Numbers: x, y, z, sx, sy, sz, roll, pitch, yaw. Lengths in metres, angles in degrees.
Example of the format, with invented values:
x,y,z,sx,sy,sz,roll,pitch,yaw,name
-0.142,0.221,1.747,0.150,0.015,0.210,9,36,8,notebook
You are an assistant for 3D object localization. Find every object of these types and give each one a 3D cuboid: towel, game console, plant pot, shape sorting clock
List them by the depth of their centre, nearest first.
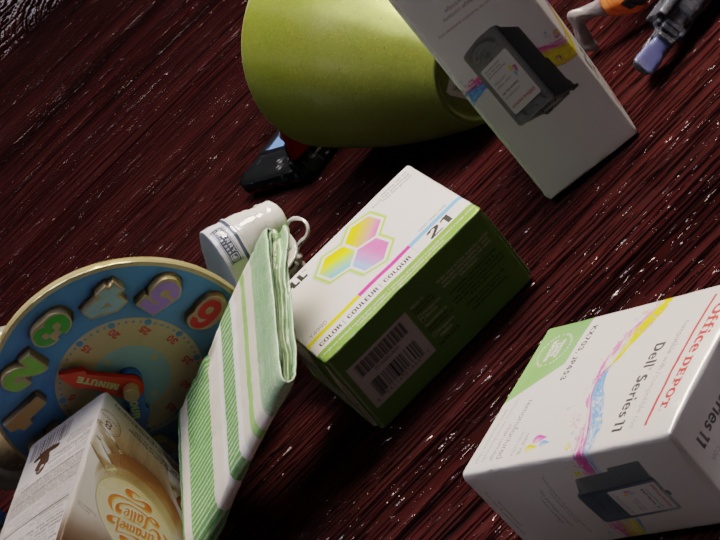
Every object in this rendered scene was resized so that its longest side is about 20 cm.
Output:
x,y,z,sx,sy,sz,roll,pitch,yaw,name
-0.082,0.087,1.446,0.153,0.023,0.200,-96,25,-47,towel
-0.163,0.076,1.541,0.200,0.200,0.039,-37,38,16,shape sorting clock
0.036,-0.177,1.765,0.187,0.187,0.200,-49,35,-17,plant pot
-0.044,-0.186,1.978,0.172,0.119,0.200,-10,37,56,game console

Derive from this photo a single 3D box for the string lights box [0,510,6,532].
x,y,z,sx,sy,sz,roll,pitch,yaw,name
-0.329,0.181,1.642,0.059,0.200,0.103,-41,20,3,string lights box

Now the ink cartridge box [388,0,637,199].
x,y,z,sx,sy,sz,roll,pitch,yaw,name
0.097,-0.168,1.551,0.086,0.200,0.148,-38,20,10,ink cartridge box

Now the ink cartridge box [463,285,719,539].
x,y,z,sx,sy,sz,roll,pitch,yaw,name
0.160,0.073,1.130,0.200,0.067,0.117,-18,31,50,ink cartridge box

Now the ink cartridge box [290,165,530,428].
x,y,z,sx,sy,sz,roll,pitch,yaw,name
0.000,0.000,1.508,0.148,0.076,0.200,-45,35,-7,ink cartridge box

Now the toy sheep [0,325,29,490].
x,y,z,sx,sy,sz,roll,pitch,yaw,name
-0.261,0.106,1.659,0.138,0.138,0.200,-42,16,1,toy sheep

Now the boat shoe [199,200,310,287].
x,y,z,sx,sy,sz,roll,pitch,yaw,name
-0.071,-0.005,1.649,0.086,0.075,0.202,-33,-19,-12,boat shoe

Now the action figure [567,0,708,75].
x,y,z,sx,sy,sz,roll,pitch,yaw,name
0.215,-0.230,1.610,0.200,0.105,0.193,-53,13,-30,action figure

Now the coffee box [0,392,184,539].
x,y,z,sx,sy,sz,roll,pitch,yaw,name
-0.177,0.191,1.462,0.080,0.114,0.200,-35,22,21,coffee box
